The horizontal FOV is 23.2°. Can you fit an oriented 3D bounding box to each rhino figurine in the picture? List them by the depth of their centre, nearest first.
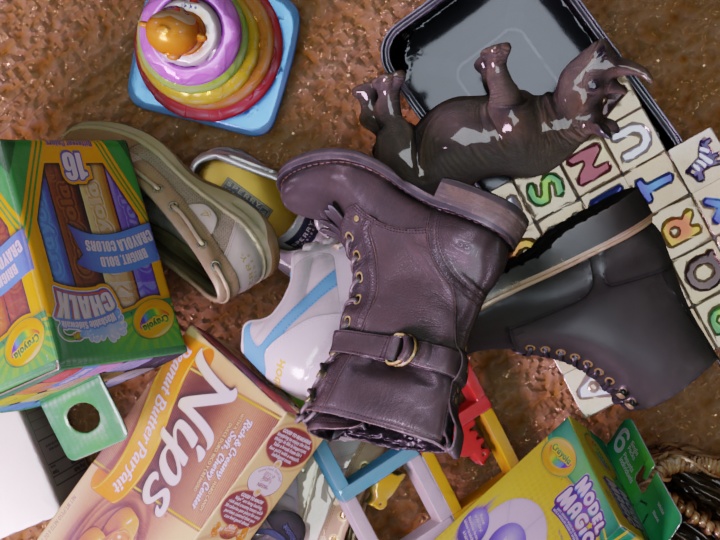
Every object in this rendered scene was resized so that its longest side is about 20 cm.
[{"bbox_3d":[0.093,-0.101,1.144,0.199,0.060,0.088,-12,91,16],"label":"rhino figurine"}]

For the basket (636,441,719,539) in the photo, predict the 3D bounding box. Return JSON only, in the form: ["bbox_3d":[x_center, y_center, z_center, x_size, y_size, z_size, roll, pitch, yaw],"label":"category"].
[{"bbox_3d":[0.261,0.215,1.202,0.200,0.149,0.143,36,95,3],"label":"basket"}]

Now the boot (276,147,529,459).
[{"bbox_3d":[0.001,0.021,1.099,0.199,0.069,0.175,14,72,34],"label":"boot"}]

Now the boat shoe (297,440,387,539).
[{"bbox_3d":[-0.022,0.209,1.261,0.069,0.074,0.201,10,92,10],"label":"boat shoe"}]

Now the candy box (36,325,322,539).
[{"bbox_3d":[-0.126,0.152,1.185,0.115,0.055,0.200,38,92,39],"label":"candy box"}]

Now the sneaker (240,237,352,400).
[{"bbox_3d":[0.000,0.000,1.189,0.081,0.077,0.200,29,60,18],"label":"sneaker"}]

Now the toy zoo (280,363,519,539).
[{"bbox_3d":[0.035,0.122,1.239,0.131,0.020,0.201,-31,102,-18],"label":"toy zoo"}]

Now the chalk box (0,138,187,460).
[{"bbox_3d":[-0.210,0.026,1.174,0.125,0.124,0.201,-24,78,35],"label":"chalk box"}]

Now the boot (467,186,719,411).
[{"bbox_3d":[0.128,0.054,1.147,0.200,0.077,0.139,-30,95,6],"label":"boot"}]

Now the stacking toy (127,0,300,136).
[{"bbox_3d":[-0.114,-0.157,1.189,0.116,0.200,0.110,14,94,5],"label":"stacking toy"}]

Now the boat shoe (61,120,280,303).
[{"bbox_3d":[-0.148,-0.041,1.231,0.200,0.063,0.073,33,138,24],"label":"boat shoe"}]

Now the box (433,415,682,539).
[{"bbox_3d":[0.117,0.187,1.161,0.200,0.117,0.048,-43,122,15],"label":"box"}]

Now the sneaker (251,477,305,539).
[{"bbox_3d":[-0.122,0.172,1.262,0.199,0.075,0.087,-15,52,26],"label":"sneaker"}]

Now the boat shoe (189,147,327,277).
[{"bbox_3d":[-0.037,-0.025,1.253,0.200,0.070,0.071,35,94,3],"label":"boat shoe"}]

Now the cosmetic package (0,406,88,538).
[{"bbox_3d":[-0.276,0.090,1.262,0.087,0.103,0.201,-23,89,6],"label":"cosmetic package"}]

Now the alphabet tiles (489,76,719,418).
[{"bbox_3d":[0.177,-0.027,1.176,0.167,0.008,0.201,-28,91,5],"label":"alphabet tiles"}]

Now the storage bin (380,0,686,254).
[{"bbox_3d":[0.119,-0.114,1.227,0.135,0.094,0.200,-36,89,5],"label":"storage bin"}]
